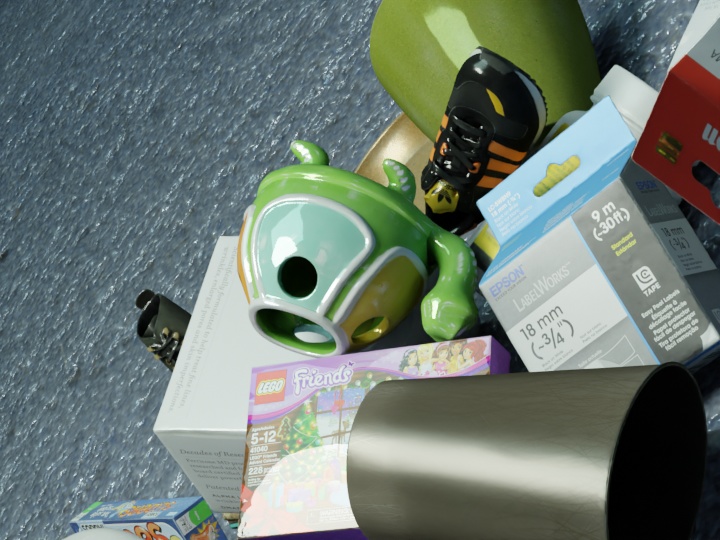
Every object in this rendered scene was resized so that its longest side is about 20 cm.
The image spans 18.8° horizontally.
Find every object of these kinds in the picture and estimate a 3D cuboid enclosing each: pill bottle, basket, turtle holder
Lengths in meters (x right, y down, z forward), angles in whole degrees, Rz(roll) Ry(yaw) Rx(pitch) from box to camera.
[{"bbox_3d":[0.172,-0.049,1.650,0.200,0.114,0.114,-54,25,6],"label":"pill bottle"},{"bbox_3d":[0.104,0.130,1.423,0.200,0.136,0.180,1,25,30],"label":"basket"},{"bbox_3d":[-0.006,0.003,1.632,0.132,0.185,0.141,-64,6,-29],"label":"turtle holder"}]

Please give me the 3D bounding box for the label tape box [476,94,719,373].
[{"bbox_3d":[0.162,-0.001,1.531,0.144,0.063,0.200,-40,73,32],"label":"label tape box"}]

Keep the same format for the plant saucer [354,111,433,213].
[{"bbox_3d":[0.049,-0.076,1.997,0.200,0.035,0.200,-42,28,28],"label":"plant saucer"}]

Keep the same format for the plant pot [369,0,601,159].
[{"bbox_3d":[0.126,-0.147,1.809,0.187,0.187,0.200,-46,42,21],"label":"plant pot"}]

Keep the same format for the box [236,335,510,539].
[{"bbox_3d":[0.009,0.128,1.575,0.200,0.039,0.137,-9,62,25],"label":"box"}]

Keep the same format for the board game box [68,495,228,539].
[{"bbox_3d":[-0.162,0.259,1.856,0.034,0.135,0.200,-36,12,-31],"label":"board game box"}]

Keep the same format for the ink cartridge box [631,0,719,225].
[{"bbox_3d":[0.288,-0.122,1.470,0.047,0.160,0.200,-4,56,61],"label":"ink cartridge box"}]

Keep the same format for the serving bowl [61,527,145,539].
[{"bbox_3d":[-0.173,0.292,1.803,0.066,0.200,0.200,-34,12,-31],"label":"serving bowl"}]

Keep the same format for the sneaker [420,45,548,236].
[{"bbox_3d":[0.085,-0.085,1.639,0.090,0.070,0.200,-52,-14,-22],"label":"sneaker"}]

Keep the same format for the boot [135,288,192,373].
[{"bbox_3d":[-0.145,0.104,2.008,0.077,0.138,0.200,-51,26,10],"label":"boot"}]

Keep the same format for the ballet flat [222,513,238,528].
[{"bbox_3d":[-0.060,0.179,1.835,0.200,0.070,0.065,-17,77,52],"label":"ballet flat"}]

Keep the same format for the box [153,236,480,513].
[{"bbox_3d":[-0.031,0.083,1.746,0.200,0.131,0.199,-1,53,25],"label":"box"}]
